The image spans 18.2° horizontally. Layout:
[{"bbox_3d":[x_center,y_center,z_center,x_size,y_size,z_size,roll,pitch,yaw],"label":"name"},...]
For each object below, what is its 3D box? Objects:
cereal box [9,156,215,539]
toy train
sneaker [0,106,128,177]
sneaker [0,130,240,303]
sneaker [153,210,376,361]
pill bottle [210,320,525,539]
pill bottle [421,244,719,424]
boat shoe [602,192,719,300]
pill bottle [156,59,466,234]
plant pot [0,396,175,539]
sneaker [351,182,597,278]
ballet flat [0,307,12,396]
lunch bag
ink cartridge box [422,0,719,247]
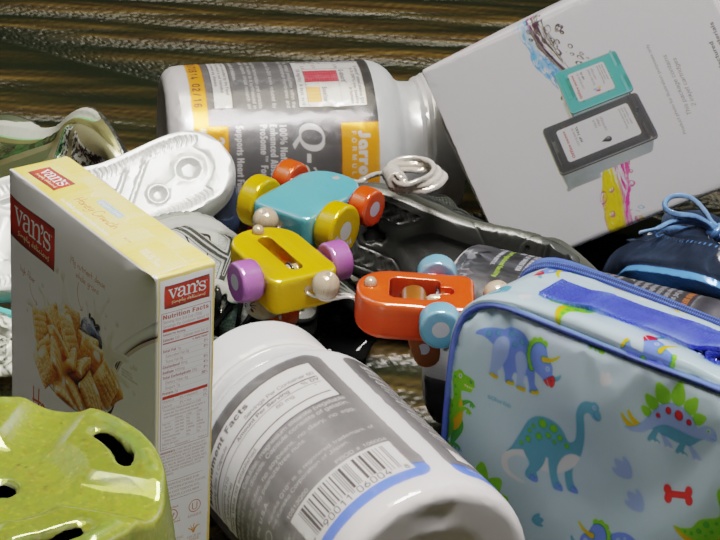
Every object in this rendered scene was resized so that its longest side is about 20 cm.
[{"bbox_3d":[-0.126,0.061,1.112,0.039,0.201,0.144,-16,31,-33],"label":"cereal box"},{"bbox_3d":[0.000,0.000,1.244,0.149,0.056,0.200,1,26,-4],"label":"toy train"},{"bbox_3d":[-0.213,-0.051,1.469,0.089,0.077,0.200,-44,25,-29],"label":"sneaker"},{"bbox_3d":[-0.166,-0.008,1.368,0.199,0.147,0.081,-21,70,-14],"label":"sneaker"},{"bbox_3d":[-0.068,0.018,1.309,0.199,0.076,0.088,-1,32,-44],"label":"sneaker"},{"bbox_3d":[-0.013,0.109,1.122,0.113,0.114,0.200,-11,29,-25],"label":"pill bottle"},{"bbox_3d":[0.143,0.056,1.249,0.199,0.107,0.106,13,28,20],"label":"pill bottle"},{"bbox_3d":[0.189,-0.010,1.333,0.084,0.069,0.200,35,-7,-14],"label":"boat shoe"},{"bbox_3d":[-0.034,-0.083,1.505,0.199,0.117,0.117,-3,27,-9],"label":"pill bottle"},{"bbox_3d":[-0.144,0.161,0.926,0.199,0.185,0.201,2,26,-1],"label":"plant pot"},{"bbox_3d":[0.077,0.000,1.389,0.199,0.077,0.114,21,8,5],"label":"sneaker"},{"bbox_3d":[-0.147,0.068,1.263,0.199,0.072,0.072,10,27,20],"label":"ballet flat"},{"bbox_3d":[0.138,0.089,1.122,0.199,0.162,0.082,20,31,33],"label":"lunch bag"},{"bbox_3d":[0.173,-0.113,1.443,0.199,0.147,0.147,-22,5,28],"label":"ink cartridge box"}]
